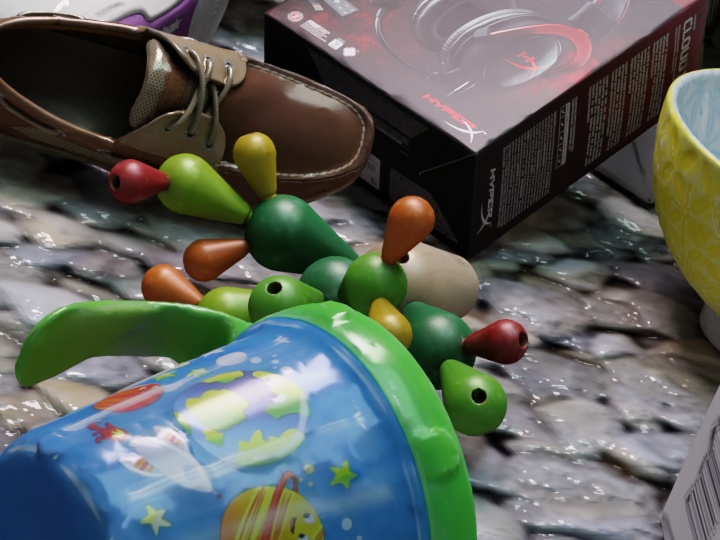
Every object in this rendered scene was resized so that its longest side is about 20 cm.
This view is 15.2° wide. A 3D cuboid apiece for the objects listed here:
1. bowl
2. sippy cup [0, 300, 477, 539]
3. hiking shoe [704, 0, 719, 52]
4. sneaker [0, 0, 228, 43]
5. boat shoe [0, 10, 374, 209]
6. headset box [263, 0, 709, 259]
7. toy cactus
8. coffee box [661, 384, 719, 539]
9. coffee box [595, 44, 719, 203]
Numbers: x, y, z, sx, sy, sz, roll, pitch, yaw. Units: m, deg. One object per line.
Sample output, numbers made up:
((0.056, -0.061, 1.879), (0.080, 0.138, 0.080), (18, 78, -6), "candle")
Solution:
((0.224, -0.006, 1.328), (0.199, 0.108, 0.200), (17, 25, -8), "bowl")
((-0.052, 0.089, 0.898), (0.130, 0.140, 0.178), (-14, 16, -36), "sippy cup")
((0.177, -0.147, 1.452), (0.100, 0.076, 0.200), (-7, 28, -25), "hiking shoe")
((-0.131, -0.142, 1.358), (0.099, 0.075, 0.200), (29, 25, 14), "sneaker")
((-0.090, -0.073, 1.230), (0.199, 0.076, 0.072), (8, -9, -9), "boat shoe")
((0.071, -0.115, 1.376), (0.200, 0.075, 0.149), (-34, 56, -31), "headset box")
((0.000, 0.000, 1.173), (0.200, 0.103, 0.165), (25, 13, 27), "toy cactus")
((0.249, 0.095, 1.029), (0.197, 0.200, 0.200), (18, 24, -8), "coffee box")
((0.190, -0.109, 1.546), (0.114, 0.080, 0.200), (36, 28, 28), "coffee box")
